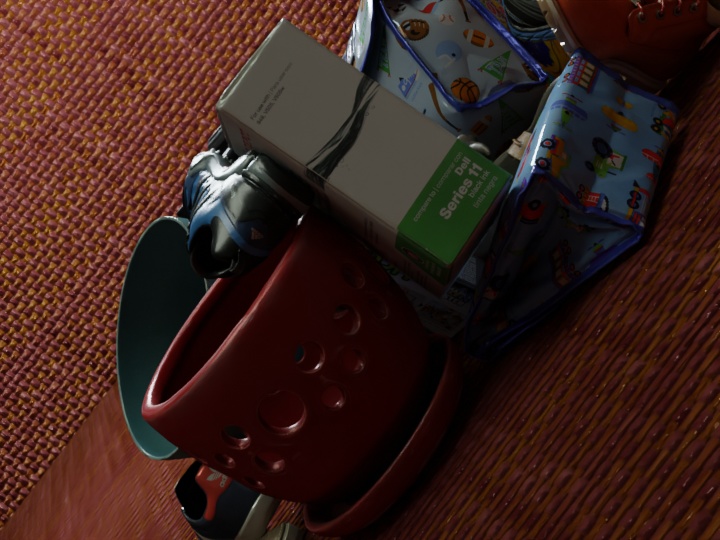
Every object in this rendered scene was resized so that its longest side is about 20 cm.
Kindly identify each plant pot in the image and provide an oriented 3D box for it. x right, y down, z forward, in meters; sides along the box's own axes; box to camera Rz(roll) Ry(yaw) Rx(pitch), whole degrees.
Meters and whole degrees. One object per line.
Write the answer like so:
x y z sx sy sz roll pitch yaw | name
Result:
-0.109 0.059 1.574 0.200 0.133 0.203 -9 79 61 | plant pot
-0.034 0.078 1.374 0.201 0.182 0.201 -50 14 18 | plant pot

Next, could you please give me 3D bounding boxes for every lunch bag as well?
0.052 -0.162 1.641 0.123 0.201 0.171 -18 -33 -28 | lunch bag
0.134 -0.034 1.362 0.200 0.093 0.151 -55 7 44 | lunch bag

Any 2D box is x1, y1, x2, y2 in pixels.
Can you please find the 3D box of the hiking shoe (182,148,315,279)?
-0.105 -0.037 1.366 0.087 0.074 0.200 -54 13 -13 | hiking shoe

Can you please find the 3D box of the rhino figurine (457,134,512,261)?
0.085 -0.047 1.515 0.059 0.088 0.200 -22 -21 -21 | rhino figurine

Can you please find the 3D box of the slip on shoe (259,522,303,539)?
-0.124 0.269 1.491 0.200 0.060 0.076 -48 10 22 | slip on shoe

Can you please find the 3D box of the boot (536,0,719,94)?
0.206 -0.199 1.401 0.107 0.076 0.199 -35 -24 27 | boot

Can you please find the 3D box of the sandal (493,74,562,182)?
0.140 -0.086 1.470 0.054 0.082 0.200 -32 -6 -32 | sandal

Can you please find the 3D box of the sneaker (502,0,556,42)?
0.214 -0.267 1.709 0.198 0.083 0.071 -10 30 34 | sneaker

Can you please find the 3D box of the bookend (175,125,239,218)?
-0.093 -0.019 1.726 0.092 0.200 0.199 -40 12 52 | bookend

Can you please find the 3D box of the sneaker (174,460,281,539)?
-0.121 0.206 1.580 0.075 0.084 0.200 -58 -1 -33 | sneaker

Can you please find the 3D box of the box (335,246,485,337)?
0.000 0.000 1.489 0.110 0.199 0.035 -42 33 41 | box

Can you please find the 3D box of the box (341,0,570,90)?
0.099 -0.214 1.831 0.122 0.192 0.200 -47 11 24 | box

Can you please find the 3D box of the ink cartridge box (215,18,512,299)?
0.002 -0.078 1.336 0.083 0.199 0.147 -54 -5 -7 | ink cartridge box
